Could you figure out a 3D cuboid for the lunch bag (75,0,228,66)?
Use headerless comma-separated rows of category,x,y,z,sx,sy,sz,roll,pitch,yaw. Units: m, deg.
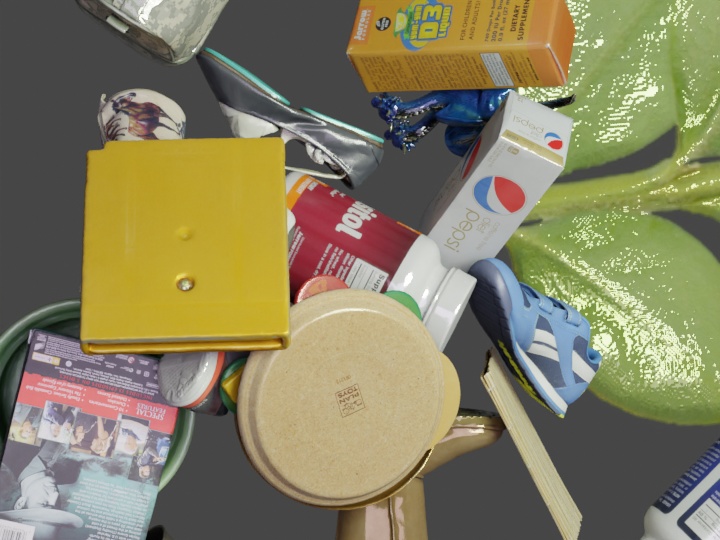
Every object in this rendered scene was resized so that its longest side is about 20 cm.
lunch bag,-0.161,-0.292,1.621,0.139,0.168,0.201,34,88,-10

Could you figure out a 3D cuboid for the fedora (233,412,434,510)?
fedora,-0.025,0.120,1.680,0.199,0.082,0.202,-2,67,4

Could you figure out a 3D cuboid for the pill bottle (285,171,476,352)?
pill bottle,0.000,0.000,1.673,0.199,0.113,0.113,27,90,6

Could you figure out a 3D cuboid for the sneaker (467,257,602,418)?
sneaker,0.165,0.050,1.727,0.082,0.074,0.200,-40,129,-7

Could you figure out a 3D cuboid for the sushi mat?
sushi mat,0.165,0.172,1.744,0.012,0.096,0.201,-26,101,12

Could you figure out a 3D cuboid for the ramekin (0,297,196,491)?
ramekin,-0.253,0.121,1.672,0.199,0.098,0.201,-1,95,-9

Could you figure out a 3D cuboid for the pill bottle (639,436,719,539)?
pill bottle,0.348,0.244,1.770,0.200,0.116,0.116,-43,99,-3

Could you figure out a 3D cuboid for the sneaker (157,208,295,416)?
sneaker,-0.107,0.037,1.613,0.082,0.077,0.201,35,81,-45

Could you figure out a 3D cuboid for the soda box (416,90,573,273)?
soda box,0.118,-0.072,1.671,0.068,0.200,0.064,24,49,-9

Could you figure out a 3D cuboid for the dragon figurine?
dragon figurine,0.106,-0.141,1.693,0.100,0.199,0.059,-53,141,-24

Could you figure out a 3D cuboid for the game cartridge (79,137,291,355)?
game cartridge,-0.148,-0.023,1.554,0.175,0.033,0.201,-1,58,-3

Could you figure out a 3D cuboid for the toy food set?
toy food set,-0.016,0.106,1.587,0.200,0.049,0.198,-38,112,-10

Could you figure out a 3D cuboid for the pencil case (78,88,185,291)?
pencil case,-0.201,-0.066,1.636,0.089,0.078,0.201,11,58,-22

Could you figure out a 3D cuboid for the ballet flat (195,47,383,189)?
ballet flat,-0.074,-0.134,1.699,0.199,0.073,0.073,27,90,-12

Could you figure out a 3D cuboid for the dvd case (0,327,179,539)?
dvd case,-0.244,0.164,1.616,0.145,0.022,0.201,14,91,-10

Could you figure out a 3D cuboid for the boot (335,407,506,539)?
boot,0.057,0.234,1.751,0.174,0.066,0.201,-2,94,3

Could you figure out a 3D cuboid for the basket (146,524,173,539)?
basket,-0.163,0.368,1.690,0.200,0.136,0.181,41,63,-15

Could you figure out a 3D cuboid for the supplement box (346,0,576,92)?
supplement box,0.091,-0.208,1.664,0.199,0.069,0.067,-1,61,25
